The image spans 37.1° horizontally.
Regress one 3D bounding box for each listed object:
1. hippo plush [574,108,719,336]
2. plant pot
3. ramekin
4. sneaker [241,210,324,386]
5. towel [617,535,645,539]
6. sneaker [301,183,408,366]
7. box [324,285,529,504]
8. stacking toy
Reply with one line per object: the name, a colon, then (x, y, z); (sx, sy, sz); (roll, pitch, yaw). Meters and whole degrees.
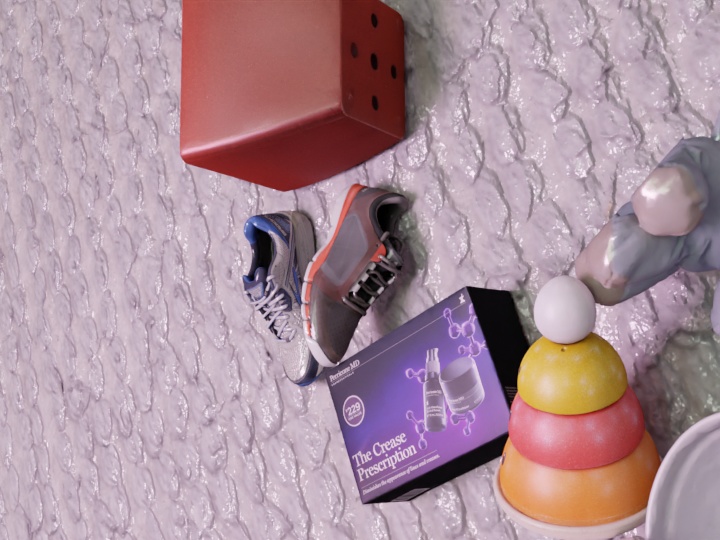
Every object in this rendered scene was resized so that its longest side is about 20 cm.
hippo plush: (0.275, -0.009, 0.834); (0.161, 0.200, 0.160); (42, 135, 8)
plant pot: (-0.058, -0.203, 1.116); (0.174, 0.199, 0.204); (-3, 83, 30)
ramekin: (0.309, 0.201, 0.758); (0.199, 0.104, 0.204); (-15, 72, 59)
sneaker: (-0.093, 0.030, 1.183); (0.076, 0.084, 0.203); (-25, 70, 37)
towel: (0.155, 0.309, 0.832); (0.032, 0.191, 0.201); (30, 68, 5)
sneaker: (0.000, 0.000, 1.084); (0.081, 0.077, 0.203); (2, 67, 30)
box: (0.072, 0.123, 1.031); (0.199, 0.078, 0.143); (-34, 61, 35)
stacking toy: (0.170, 0.096, 0.857); (0.145, 0.145, 0.203); (12, 119, 42)
